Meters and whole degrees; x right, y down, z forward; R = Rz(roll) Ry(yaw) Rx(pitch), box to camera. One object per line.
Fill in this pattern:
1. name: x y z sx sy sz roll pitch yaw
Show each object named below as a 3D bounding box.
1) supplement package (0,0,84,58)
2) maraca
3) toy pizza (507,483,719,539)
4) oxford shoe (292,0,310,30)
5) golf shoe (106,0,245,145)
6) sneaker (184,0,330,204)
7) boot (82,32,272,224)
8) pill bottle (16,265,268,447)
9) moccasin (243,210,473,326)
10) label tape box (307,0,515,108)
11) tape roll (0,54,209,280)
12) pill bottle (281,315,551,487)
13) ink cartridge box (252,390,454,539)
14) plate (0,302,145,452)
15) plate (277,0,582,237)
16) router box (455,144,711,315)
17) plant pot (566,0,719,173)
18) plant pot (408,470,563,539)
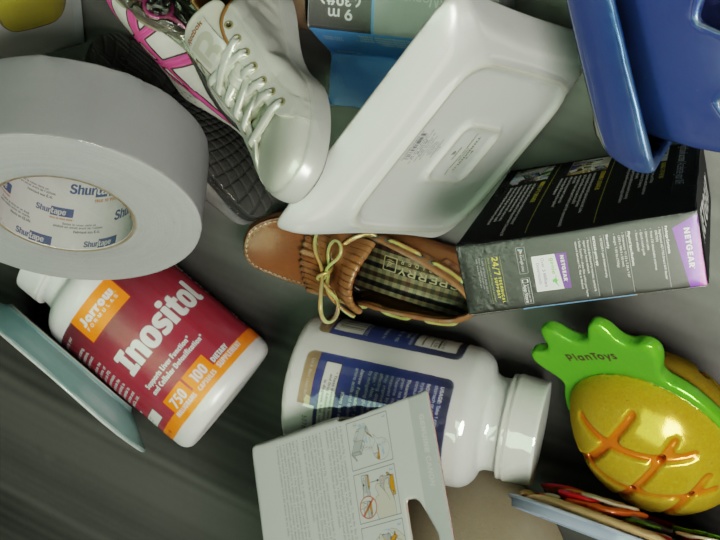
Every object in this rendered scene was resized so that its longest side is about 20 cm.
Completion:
1. supplement package: -0.327 -0.233 0.861 0.149 0.200 0.154 4 110 16
2. maraca: 0.207 0.105 0.846 0.136 0.107 0.200 -12 127 48
3. toy pizza: 0.207 0.195 0.860 0.198 0.200 0.032 19 81 11
4. oxford shoe: -0.063 -0.278 0.834 0.070 0.071 0.202 11 113 18
5. golf shoe: -0.139 -0.175 0.891 0.200 0.072 0.092 44 144 10
6. sneaker: -0.078 -0.125 0.767 0.084 0.201 0.073 16 128 -33
7. boot: -0.172 -0.086 0.947 0.200 0.070 0.132 46 123 5
8. pill bottle: -0.184 0.044 0.961 0.199 0.113 0.113 39 116 1
9. moccasin: 0.000 0.002 0.905 0.199 0.078 0.074 20 114 11
10. label tape box: 0.038 -0.207 0.827 0.142 0.066 0.202 9 110 15
11. tape roll: -0.211 -0.067 0.830 0.198 0.067 0.201 1 152 1
12. pill bottle: 0.046 0.107 0.909 0.198 0.111 0.112 11 112 14
13. ink cartridge box: 0.007 0.202 0.811 0.172 0.043 0.202 -22 67 34
14. plate: -0.253 0.081 0.977 0.200 0.200 0.026 41 77 1
15. plate: 0.062 -0.089 0.790 0.200 0.199 0.032 -50 64 25
16. router box: 0.157 -0.033 0.774 0.148 0.200 0.052 -8 106 20
17. plant pot: 0.229 -0.175 0.708 0.178 0.200 0.202 -10 106 27
18. plant pot: 0.062 0.285 0.918 0.185 0.200 0.190 6 111 15
